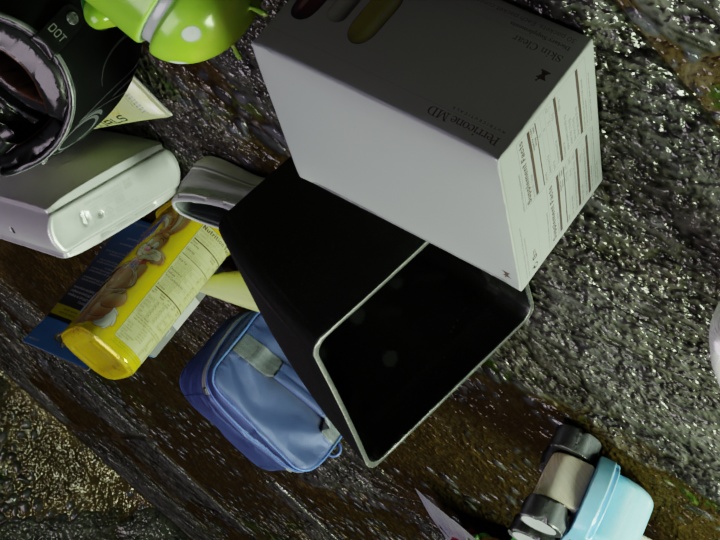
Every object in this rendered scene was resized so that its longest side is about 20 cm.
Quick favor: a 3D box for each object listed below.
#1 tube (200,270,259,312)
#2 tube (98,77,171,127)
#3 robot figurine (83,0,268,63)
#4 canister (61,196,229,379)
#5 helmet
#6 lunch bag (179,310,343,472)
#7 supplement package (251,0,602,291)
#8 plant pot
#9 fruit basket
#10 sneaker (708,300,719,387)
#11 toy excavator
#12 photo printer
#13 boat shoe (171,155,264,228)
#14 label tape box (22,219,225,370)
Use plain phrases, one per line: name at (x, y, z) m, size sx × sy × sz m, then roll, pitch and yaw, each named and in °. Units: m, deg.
tube at (-0.115, 0.020, 1.668) m, size 0.199 × 0.052 × 0.058 m, roll 10°, pitch 151°, yaw 51°
tube at (-0.258, -0.168, 1.505) m, size 0.058 × 0.052 × 0.199 m, roll -1°, pitch 179°, yaw -36°
robot figurine at (-0.153, -0.232, 1.106) m, size 0.200 × 0.116 × 0.175 m, roll 39°, pitch 158°, yaw -3°
canister at (-0.217, 0.013, 1.616) m, size 0.086 × 0.200 × 0.148 m, roll 41°, pitch 160°, yaw -12°
helmet at (-0.279, -0.195, 1.297) m, size 0.198 × 0.191 × 0.201 m, roll 7°, pitch 127°, yaw 9°
lunch bag at (-0.095, 0.145, 1.784) m, size 0.200 × 0.136 × 0.132 m, roll 43°, pitch 160°, yaw -14°
supplement package at (0.049, -0.107, 1.040) m, size 0.199 × 0.111 × 0.156 m, roll 28°, pitch 158°, yaw 26°
plant pot at (0.000, 0.000, 1.255) m, size 0.177 × 0.199 × 0.200 m, roll 38°, pitch 163°, yaw 32°
fruit basket at (0.163, 0.365, 1.921) m, size 0.200 × 0.094 × 0.186 m, roll 41°, pitch 166°, yaw 43°
sneaker at (0.314, 0.080, 1.067) m, size 0.088 × 0.076 × 0.200 m, roll -2°, pitch 143°, yaw 43°
toy excavator at (0.253, 0.259, 1.513) m, size 0.199 × 0.100 × 0.195 m, roll 26°, pitch 159°, yaw 8°
photo printer at (-0.307, -0.087, 1.616) m, size 0.199 × 0.166 × 0.070 m, roll 15°, pitch 130°, yaw 49°
boat shoe at (-0.103, -0.052, 1.473) m, size 0.199 × 0.069 × 0.072 m, roll 26°, pitch 157°, yaw 31°
label tape box at (-0.271, 0.041, 1.767) m, size 0.144 × 0.200 × 0.063 m, roll 16°, pitch 151°, yaw 46°
